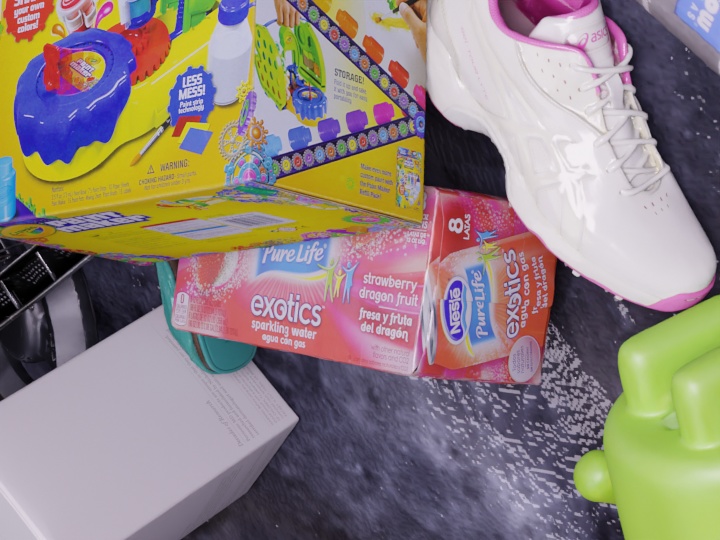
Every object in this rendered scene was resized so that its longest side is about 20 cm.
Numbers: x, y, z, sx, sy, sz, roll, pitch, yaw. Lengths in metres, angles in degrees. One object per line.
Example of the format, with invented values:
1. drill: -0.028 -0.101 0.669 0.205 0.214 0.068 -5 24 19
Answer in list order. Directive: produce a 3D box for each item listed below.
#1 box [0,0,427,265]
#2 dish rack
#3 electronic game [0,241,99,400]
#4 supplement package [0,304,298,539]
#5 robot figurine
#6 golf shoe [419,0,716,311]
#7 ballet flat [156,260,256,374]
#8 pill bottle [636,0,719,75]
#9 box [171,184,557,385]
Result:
1. box: -0.079 -0.114 0.913 0.199 0.122 0.194 -8 77 41
2. dish rack: -0.248 -0.075 1.253 0.153 0.055 0.201 -35 86 25
3. electronic game: -0.242 0.028 1.362 0.200 0.041 0.202 30 128 47
4. supplement package: -0.163 0.125 1.222 0.120 0.200 0.121 49 143 11
5. robot figurine: 0.181 0.116 0.881 0.175 0.115 0.201 28 139 58
6. golf shoe: 0.102 -0.071 0.878 0.200 0.075 0.092 49 140 10
7. ballet flat: -0.108 -0.031 1.162 0.070 0.067 0.201 33 137 51
8. pill bottle: 0.150 -0.143 0.730 0.200 0.113 0.114 45 142 18
9. box: 0.000 0.000 0.999 0.199 0.099 0.096 8 91 47
